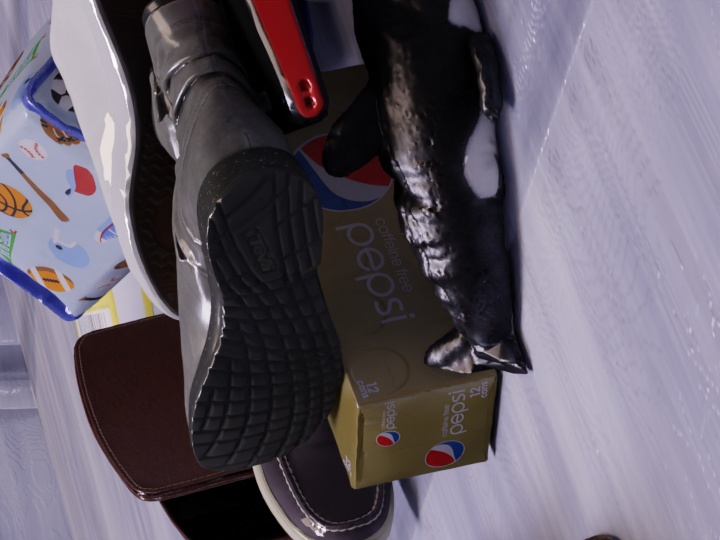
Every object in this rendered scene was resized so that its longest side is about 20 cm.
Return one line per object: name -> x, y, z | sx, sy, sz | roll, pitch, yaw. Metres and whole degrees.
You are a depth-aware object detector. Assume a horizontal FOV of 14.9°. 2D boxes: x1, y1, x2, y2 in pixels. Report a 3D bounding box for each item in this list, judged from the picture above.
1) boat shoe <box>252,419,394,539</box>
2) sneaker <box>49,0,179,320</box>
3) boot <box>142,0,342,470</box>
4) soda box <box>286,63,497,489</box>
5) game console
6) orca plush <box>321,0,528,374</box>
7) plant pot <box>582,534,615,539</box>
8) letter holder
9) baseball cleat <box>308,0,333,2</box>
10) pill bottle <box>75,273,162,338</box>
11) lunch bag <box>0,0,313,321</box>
boat shoe -> -0.029, 0.062, 1.472 | 0.065, 0.071, 0.201 | 85, 173, -50
sneaker -> -0.099, -0.078, 1.279 | 0.085, 0.072, 0.201 | 30, 134, 57
boot -> -0.057, -0.018, 1.199 | 0.201, 0.067, 0.131 | 94, 159, -46
soda box -> 0.000, 0.000, 1.271 | 0.064, 0.067, 0.201 | 93, 161, -49
game console -> -0.057, -0.144, 1.182 | 0.200, 0.031, 0.178 | -172, 59, -84
orca plush -> 0.015, -0.048, 1.141 | 0.105, 0.071, 0.201 | -124, 25, -61
plant pot -> 0.021, 0.216, 1.063 | 0.187, 0.199, 0.188 | 168, 90, -79
letter holder -> -0.083, 0.109, 1.593 | 0.200, 0.141, 0.101 | -124, 24, -60
baseball cleat -> -0.033, -0.174, 1.246 | 0.200, 0.069, 0.107 | -156, 58, -76
pill bottle -> -0.148, -0.037, 1.834 | 0.112, 0.111, 0.201 | 178, 81, -78
lunch bag -> -0.112, -0.096, 1.419 | 0.170, 0.124, 0.201 | -37, 22, 53
